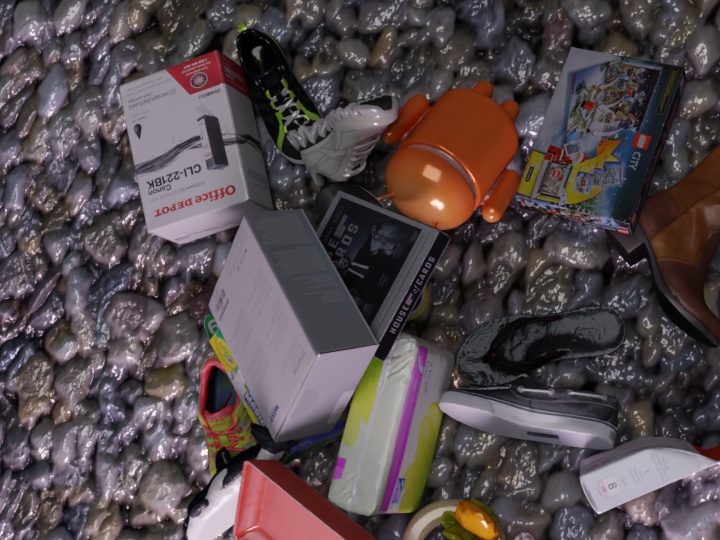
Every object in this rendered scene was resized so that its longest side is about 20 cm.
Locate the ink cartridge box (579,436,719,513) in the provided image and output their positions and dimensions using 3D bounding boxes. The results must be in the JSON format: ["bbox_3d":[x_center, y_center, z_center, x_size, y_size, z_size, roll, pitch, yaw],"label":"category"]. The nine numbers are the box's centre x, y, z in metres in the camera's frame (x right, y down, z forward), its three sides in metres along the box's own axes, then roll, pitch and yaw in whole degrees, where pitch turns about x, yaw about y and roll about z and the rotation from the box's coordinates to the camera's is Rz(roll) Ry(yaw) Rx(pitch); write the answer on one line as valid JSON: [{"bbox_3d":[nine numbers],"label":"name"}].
[{"bbox_3d":[0.330,0.190,1.180,0.200,0.163,0.057,-29,80,8],"label":"ink cartridge box"}]

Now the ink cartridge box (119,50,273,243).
[{"bbox_3d":[-0.205,-0.151,1.404,0.144,0.084,0.201,-17,79,16],"label":"ink cartridge box"}]

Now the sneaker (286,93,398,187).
[{"bbox_3d":[-0.011,-0.148,1.283,0.075,0.200,0.081,-19,92,-28],"label":"sneaker"}]

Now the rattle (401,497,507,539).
[{"bbox_3d":[0.070,0.338,1.238,0.200,0.143,0.130,-27,91,3],"label":"rattle"}]

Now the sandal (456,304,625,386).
[{"bbox_3d":[0.203,0.080,1.287,0.200,0.048,0.076,-17,78,10],"label":"sandal"}]

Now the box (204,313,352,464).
[{"bbox_3d":[-0.093,0.118,1.324,0.200,0.117,0.048,58,141,16],"label":"box"}]

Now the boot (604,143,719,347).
[{"bbox_3d":[0.407,-0.036,1.255,0.200,0.068,0.188,-34,62,1],"label":"boot"}]

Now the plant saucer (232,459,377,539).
[{"bbox_3d":[-0.049,0.303,1.233,0.200,0.200,0.037,36,55,16],"label":"plant saucer"}]

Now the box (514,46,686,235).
[{"bbox_3d":[0.276,-0.151,1.284,0.136,0.038,0.200,17,76,24],"label":"box"}]

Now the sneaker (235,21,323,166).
[{"bbox_3d":[-0.107,-0.218,1.393,0.072,0.083,0.200,-32,75,8],"label":"sneaker"}]

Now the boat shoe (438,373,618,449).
[{"bbox_3d":[0.191,0.150,1.268,0.199,0.072,0.068,8,65,15],"label":"boat shoe"}]

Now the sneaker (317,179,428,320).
[{"bbox_3d":[0.014,-0.034,1.334,0.074,0.085,0.200,-38,75,5],"label":"sneaker"}]

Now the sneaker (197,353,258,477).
[{"bbox_3d":[-0.161,0.192,1.340,0.078,0.090,0.201,-14,80,10],"label":"sneaker"}]

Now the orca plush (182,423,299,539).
[{"bbox_3d":[-0.153,0.229,1.273,0.071,0.105,0.200,56,138,29],"label":"orca plush"}]

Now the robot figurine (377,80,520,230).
[{"bbox_3d":[0.104,-0.129,1.291,0.116,0.144,0.200,6,50,47],"label":"robot figurine"}]

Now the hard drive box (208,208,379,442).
[{"bbox_3d":[-0.079,0.058,1.218,0.200,0.077,0.156,61,141,32],"label":"hard drive box"}]

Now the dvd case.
[{"bbox_3d":[0.000,0.000,1.242,0.200,0.025,0.151,26,87,52],"label":"dvd case"}]

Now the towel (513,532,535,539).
[{"bbox_3d":[0.131,0.373,1.224,0.200,0.146,0.030,-33,35,6],"label":"towel"}]

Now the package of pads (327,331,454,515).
[{"bbox_3d":[0.040,0.172,1.259,0.068,0.154,0.201,13,85,23],"label":"package of pads"}]
